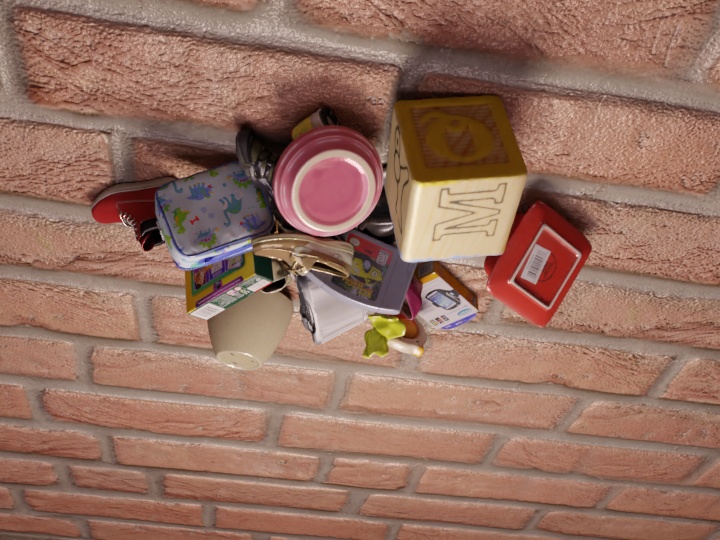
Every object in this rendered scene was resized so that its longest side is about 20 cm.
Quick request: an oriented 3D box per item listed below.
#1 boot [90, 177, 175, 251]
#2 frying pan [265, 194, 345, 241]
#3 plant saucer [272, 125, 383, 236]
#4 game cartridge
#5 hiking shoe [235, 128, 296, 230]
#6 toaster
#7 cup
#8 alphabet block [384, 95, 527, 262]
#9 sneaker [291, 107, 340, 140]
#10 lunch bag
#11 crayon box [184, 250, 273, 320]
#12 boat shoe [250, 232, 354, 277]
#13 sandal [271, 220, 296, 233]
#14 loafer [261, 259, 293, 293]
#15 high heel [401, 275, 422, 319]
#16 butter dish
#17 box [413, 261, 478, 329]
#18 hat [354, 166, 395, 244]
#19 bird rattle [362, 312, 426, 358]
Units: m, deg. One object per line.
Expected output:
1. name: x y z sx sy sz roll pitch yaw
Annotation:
1. boot: -0.437 -0.092 1.546 0.196 0.147 0.073 -11 142 18
2. frying pan: -0.117 -0.110 1.525 0.114 0.031 0.193 -24 97 31
3. plant saucer: -0.051 -0.145 1.401 0.196 0.051 0.204 -8 122 -13
4. game cartridge: 0.000 0.000 1.546 0.197 0.135 0.041 23 164 -5
5. hiking shoe: -0.141 -0.178 1.456 0.100 0.076 0.202 -28 106 23
6. toaster: -0.063 0.039 1.619 0.127 0.114 0.203 -21 122 -14
7. cup: -0.254 0.133 1.791 0.196 0.146 0.201 6 152 3
8. alphabet block: 0.153 -0.155 1.390 0.192 0.198 0.202 -6 144 -9
9. sneaker: -0.055 -0.198 1.461 0.089 0.079 0.201 -17 126 22
10. lunch bag: -0.265 -0.096 1.473 0.197 0.163 0.083 -21 166 -23
11. crayon box: -0.262 -0.024 1.595 0.198 0.176 0.058 -27 148 32
12. boat shoe: -0.101 -0.025 1.463 0.196 0.068 0.074 5 167 -22
13. sandal: -0.185 -0.058 1.651 0.079 0.055 0.200 20 138 -22
14. loafer: -0.183 0.013 1.678 0.074 0.070 0.200 -12 168 6
15. high heel: 0.050 0.014 1.672 0.067 0.097 0.200 -31 114 33
16. butter dish: 0.324 -0.025 1.613 0.198 0.147 0.202 31 91 -33
17. box: 0.172 0.061 1.799 0.118 0.042 0.199 -25 136 30
18. hat: 0.048 -0.104 1.563 0.196 0.082 0.203 1 140 1
19. bird rattle: 0.066 0.120 1.750 0.161 0.201 0.114 26 110 -12
